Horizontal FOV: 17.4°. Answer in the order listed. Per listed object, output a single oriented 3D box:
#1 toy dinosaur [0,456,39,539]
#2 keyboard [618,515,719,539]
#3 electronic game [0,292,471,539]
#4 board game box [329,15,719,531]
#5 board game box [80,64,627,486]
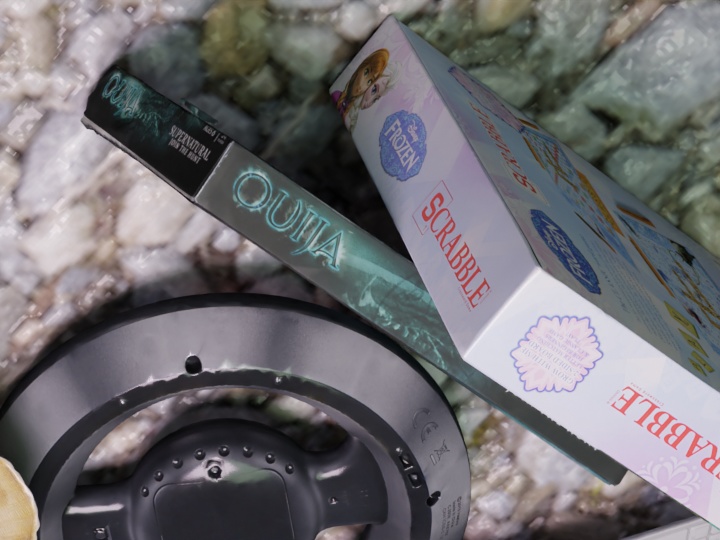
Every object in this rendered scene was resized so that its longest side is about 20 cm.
[{"bbox_3d":[-0.159,0.102,0.888,0.101,0.058,0.201,-13,115,26],"label":"toy dinosaur"},{"bbox_3d":[0.082,0.138,0.990,0.199,0.011,0.056,-15,145,-17],"label":"keyboard"},{"bbox_3d":[-0.054,0.093,0.940,0.198,0.042,0.201,-3,125,-4],"label":"electronic game"},{"bbox_3d":[0.093,0.014,0.837,0.199,0.200,0.041,34,106,-27],"label":"board game box"},{"bbox_3d":[0.000,0.000,0.845,0.200,0.135,0.028,35,90,-28],"label":"board game box"}]
